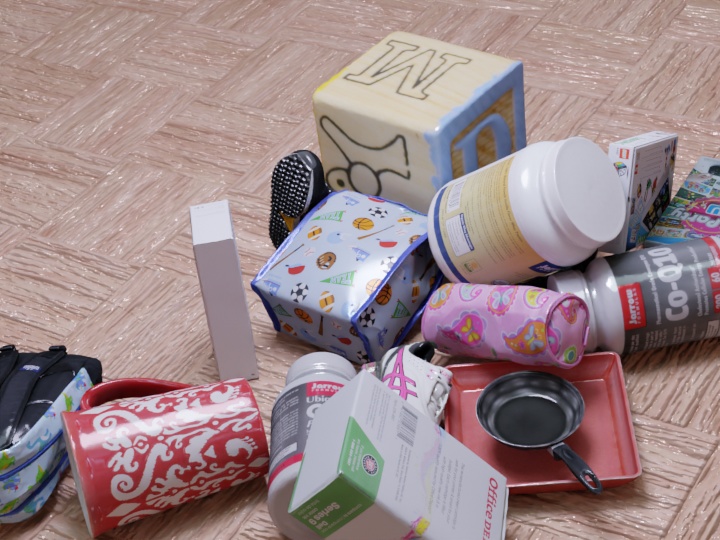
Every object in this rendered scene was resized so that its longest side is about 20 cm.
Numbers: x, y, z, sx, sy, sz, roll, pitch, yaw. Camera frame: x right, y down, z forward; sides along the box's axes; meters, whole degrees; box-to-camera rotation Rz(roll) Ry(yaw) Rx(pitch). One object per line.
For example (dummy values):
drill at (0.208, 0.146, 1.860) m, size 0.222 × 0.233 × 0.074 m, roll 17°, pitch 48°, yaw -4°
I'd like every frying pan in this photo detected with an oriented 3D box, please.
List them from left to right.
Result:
frying pan at (0.205, 0.164, 1.552) m, size 0.189 × 0.031 × 0.115 m, roll 29°, pitch 50°, yaw 35°

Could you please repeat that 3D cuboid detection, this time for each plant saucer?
plant saucer at (0.190, 0.171, 1.603) m, size 0.198 × 0.037 × 0.200 m, roll -6°, pitch 36°, yaw 5°

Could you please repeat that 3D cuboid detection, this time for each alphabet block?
alphabet block at (0.080, -0.166, 1.912) m, size 0.199 × 0.197 × 0.196 m, roll 21°, pitch 43°, yaw 33°

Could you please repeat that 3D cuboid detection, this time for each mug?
mug at (-0.211, 0.171, 1.591) m, size 0.198 × 0.134 × 0.179 m, roll -14°, pitch 66°, yaw -14°

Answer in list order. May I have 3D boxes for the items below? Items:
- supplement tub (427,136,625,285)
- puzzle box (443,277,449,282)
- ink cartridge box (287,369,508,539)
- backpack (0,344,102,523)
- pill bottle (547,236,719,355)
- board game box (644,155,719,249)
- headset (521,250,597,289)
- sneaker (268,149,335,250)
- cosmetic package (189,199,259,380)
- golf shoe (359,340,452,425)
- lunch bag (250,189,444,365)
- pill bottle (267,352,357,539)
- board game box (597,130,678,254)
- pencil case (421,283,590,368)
supplement tub at (0.189, -0.062, 1.712) m, size 0.199 × 0.145 × 0.145 m, roll -22°, pitch 19°, yaw 45°
puzzle box at (0.078, -0.048, 1.935) m, size 0.132 × 0.026 × 0.201 m, roll -14°, pitch 36°, yaw -6°
ink cartridge box at (0.041, 0.217, 1.433) m, size 0.087 × 0.199 × 0.146 m, roll -42°, pitch 21°, yaw 34°
backpack at (-0.383, 0.180, 1.634) m, size 0.161 × 0.155 × 0.200 m, roll 0°, pitch 15°, yaw 9°
pill bottle at (0.320, 0.033, 1.697) m, size 0.198 × 0.115 × 0.114 m, roll -11°, pitch 36°, yaw -4°
board game box at (0.452, -0.052, 1.832) m, size 0.146 × 0.065 × 0.200 m, roll 14°, pitch 42°, yaw 28°
headset at (0.254, -0.039, 1.868) m, size 0.200 × 0.094 × 0.123 m, roll -38°, pitch 47°, yaw -13°
sneaker at (-0.060, -0.092, 1.882) m, size 0.090 × 0.201 × 0.070 m, roll -25°, pitch 62°, yaw -26°
cosmetic package at (-0.158, 0.027, 1.730) m, size 0.050 × 0.201 × 0.083 m, roll -11°, pitch 35°, yaw -5°
golf shoe at (0.058, 0.135, 1.608) m, size 0.092 × 0.073 × 0.200 m, roll -33°, pitch 27°, yaw 5°
lunch bag at (0.000, 0.000, 1.791) m, size 0.169 × 0.124 × 0.201 m, roll 19°, pitch 60°, yaw 31°
pill bottle at (-0.041, 0.180, 1.572) m, size 0.110 × 0.112 × 0.201 m, roll -6°, pitch 36°, yaw 3°
board game box at (0.335, -0.096, 1.798) m, size 0.034 × 0.128 × 0.200 m, roll 10°, pitch 13°, yaw 24°
pencil case at (0.160, 0.060, 1.663) m, size 0.199 × 0.088 × 0.087 m, roll 2°, pitch 32°, yaw 48°
